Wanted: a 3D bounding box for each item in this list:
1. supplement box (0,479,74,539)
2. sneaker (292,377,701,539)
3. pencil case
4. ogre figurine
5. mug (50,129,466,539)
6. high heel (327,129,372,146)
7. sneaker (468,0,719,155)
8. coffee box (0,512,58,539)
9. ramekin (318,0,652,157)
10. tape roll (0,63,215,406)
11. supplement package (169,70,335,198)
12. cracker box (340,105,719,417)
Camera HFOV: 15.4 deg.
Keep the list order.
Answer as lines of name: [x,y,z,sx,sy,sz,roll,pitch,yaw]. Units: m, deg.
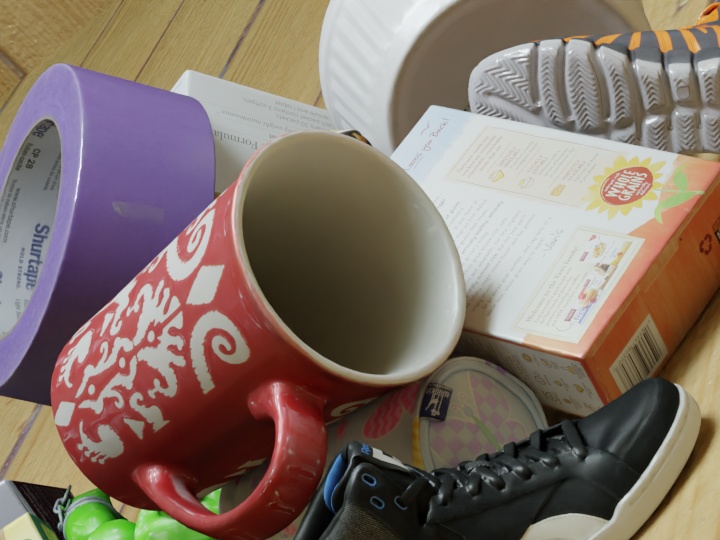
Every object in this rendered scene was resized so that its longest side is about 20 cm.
supplement box: [-0.224,0.185,1.635,0.109,0.061,0.200,-36,-7,0]
sneaker: [0.051,0.099,1.196,0.200,0.112,0.073,-44,16,2]
pencil case: [0.009,0.107,1.343,0.200,0.083,0.091,-24,44,53]
ogre figurine: [-0.086,0.130,1.508,0.199,0.098,0.120,-2,23,6]
mug: [-0.070,0.046,1.302,0.200,0.133,0.178,-35,12,45]
high heel: [0.000,0.000,1.441,0.071,0.143,0.200,-27,-8,14]
sneaker: [0.164,-0.103,1.429,0.199,0.078,0.112,3,26,17]
coffee box: [-0.236,0.239,1.494,0.200,0.123,0.044,-31,-23,1]
ramekin: [0.081,-0.112,1.537,0.202,0.202,0.094,-42,28,9]
tape roll: [-0.162,-0.017,1.575,0.200,0.085,0.201,-167,90,-69]
supplement package: [-0.081,-0.001,1.634,0.110,0.113,0.200,-48,35,49]
cracker box: [0.082,-0.007,1.354,0.200,0.058,0.134,16,58,42]
